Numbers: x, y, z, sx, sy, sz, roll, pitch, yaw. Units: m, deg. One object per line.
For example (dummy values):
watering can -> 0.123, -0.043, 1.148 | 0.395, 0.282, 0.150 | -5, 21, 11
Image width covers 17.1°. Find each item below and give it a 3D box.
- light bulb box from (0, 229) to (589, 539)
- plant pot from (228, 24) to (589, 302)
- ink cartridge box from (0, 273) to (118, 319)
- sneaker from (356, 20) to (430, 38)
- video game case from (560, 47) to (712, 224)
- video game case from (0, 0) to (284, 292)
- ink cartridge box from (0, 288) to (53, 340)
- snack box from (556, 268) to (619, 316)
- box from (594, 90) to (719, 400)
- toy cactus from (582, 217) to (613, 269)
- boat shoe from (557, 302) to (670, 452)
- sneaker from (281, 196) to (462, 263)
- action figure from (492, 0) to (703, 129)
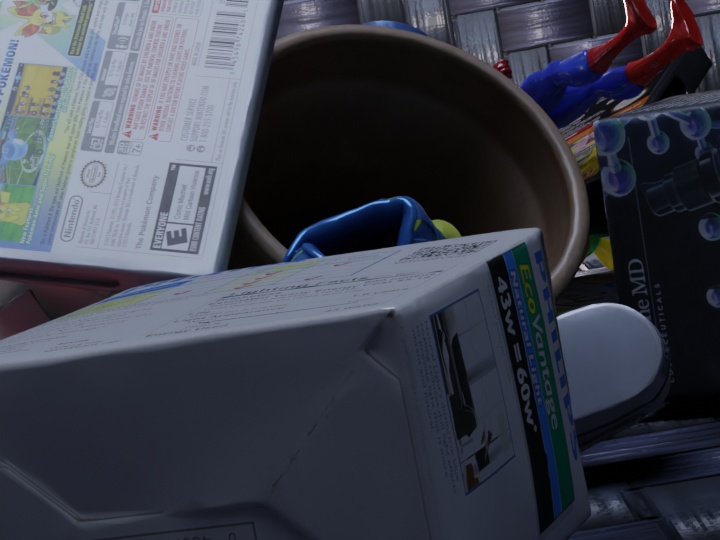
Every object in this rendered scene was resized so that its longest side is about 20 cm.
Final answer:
light bulb box -> -0.035, 0.069, 0.921 | 0.198, 0.125, 0.200 | -8, 6, 20
plant pot -> 0.000, 0.000, 1.257 | 0.200, 0.200, 0.175 | -13, -32, -27
ink cartridge box -> -0.138, -0.003, 1.246 | 0.085, 0.146, 0.200 | 17, -33, 6
sneaker -> 0.000, -0.053, 1.351 | 0.070, 0.078, 0.200 | 9, -36, -8
video game case -> 0.097, -0.045, 1.388 | 0.200, 0.026, 0.181 | -29, 13, 36
video game case -> -0.140, -0.078, 1.163 | 0.182, 0.200, 0.022 | 6, -35, 6
ink cartridge box -> -0.200, 0.074, 1.069 | 0.176, 0.045, 0.200 | -32, 7, 47
snack box -> 0.135, 0.033, 1.381 | 0.200, 0.053, 0.142 | -12, 5, -21
box -> 0.237, -0.022, 1.213 | 0.200, 0.149, 0.107 | -7, 6, 30
toy cactus -> 0.145, -0.039, 1.453 | 0.165, 0.102, 0.200 | -23, 8, -21
boat shoe -> 0.051, 0.076, 1.125 | 0.200, 0.074, 0.065 | -14, -26, 10
sneaker -> -0.035, 0.037, 1.070 | 0.200, 0.105, 0.076 | -44, 58, -10
action figure -> 0.094, -0.087, 1.304 | 0.065, 0.052, 0.200 | 8, -38, -45
